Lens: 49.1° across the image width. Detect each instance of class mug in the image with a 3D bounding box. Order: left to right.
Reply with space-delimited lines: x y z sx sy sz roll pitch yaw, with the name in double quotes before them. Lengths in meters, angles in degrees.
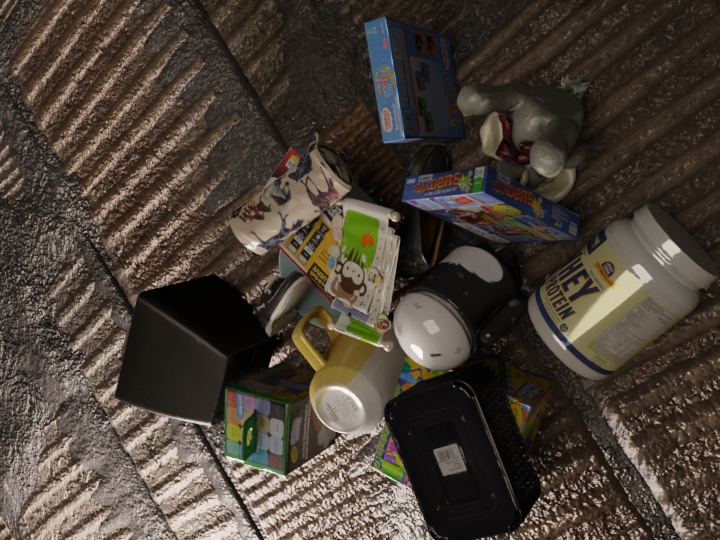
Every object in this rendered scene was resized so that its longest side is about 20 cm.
"mug" -0.019 0.160 1.184 0.186 0.153 0.150 20 120 13

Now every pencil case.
"pencil case" -0.101 -0.102 1.114 0.200 0.078 0.090 -34 65 27

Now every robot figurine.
"robot figurine" 0.136 0.048 1.073 0.125 0.200 0.150 47 153 4

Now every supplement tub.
"supplement tub" 0.328 0.026 0.993 0.145 0.145 0.200 50 118 13

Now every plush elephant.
"plush elephant" 0.215 -0.161 1.030 0.165 0.200 0.155 39 138 20

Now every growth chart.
"growth chart" 0.000 0.000 1.081 0.144 0.018 0.201 8 95 45

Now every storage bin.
"storage bin" 0.134 0.237 1.029 0.135 0.094 0.201 -23 88 30

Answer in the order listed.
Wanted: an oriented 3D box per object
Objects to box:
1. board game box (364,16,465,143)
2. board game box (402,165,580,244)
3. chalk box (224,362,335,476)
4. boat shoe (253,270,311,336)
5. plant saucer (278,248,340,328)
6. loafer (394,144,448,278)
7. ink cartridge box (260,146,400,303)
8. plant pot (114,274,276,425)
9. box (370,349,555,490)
"board game box" 0.079 -0.248 1.058 0.037 0.200 0.152 -7 94 31
"board game box" 0.171 -0.079 1.018 0.135 0.200 0.035 -1 74 47
"chalk box" -0.138 0.241 1.261 0.123 0.200 0.125 10 103 28
"boat shoe" -0.128 0.043 1.235 0.060 0.074 0.200 49 157 8
"plant saucer" -0.039 -0.006 1.259 0.200 0.039 0.202 5 100 28
"loafer" 0.099 -0.086 1.118 0.072 0.073 0.201 -4 73 55
"ink cartridge box" -0.064 -0.057 1.193 0.200 0.084 0.176 45 115 16
"plant pot" -0.260 0.144 1.316 0.177 0.200 0.200 26 110 24
"box" 0.147 0.226 1.142 0.192 0.122 0.201 24 109 24
